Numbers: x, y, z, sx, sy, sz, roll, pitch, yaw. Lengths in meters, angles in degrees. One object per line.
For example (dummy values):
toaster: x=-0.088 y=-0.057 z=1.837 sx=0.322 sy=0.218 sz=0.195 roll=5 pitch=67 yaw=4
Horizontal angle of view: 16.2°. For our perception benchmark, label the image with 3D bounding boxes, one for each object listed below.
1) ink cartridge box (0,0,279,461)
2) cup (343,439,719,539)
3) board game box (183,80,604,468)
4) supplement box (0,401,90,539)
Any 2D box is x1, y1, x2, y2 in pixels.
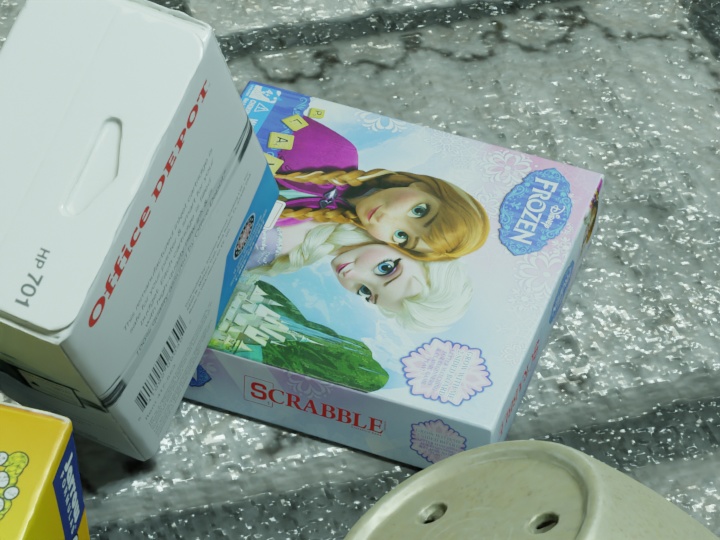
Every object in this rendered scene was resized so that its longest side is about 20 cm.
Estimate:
ink cartridge box: x=-0.112 y=-0.019 z=1.096 sx=0.085 sy=0.200 sz=0.147 roll=22 pitch=76 yaw=14
cup: x=0.062 y=0.144 z=0.865 sx=0.199 sy=0.144 sz=0.201 roll=-21 pitch=27 yaw=11
board game box: x=0.000 y=0.000 z=1.252 sx=0.198 sy=0.041 sz=0.200 roll=15 pitch=44 yaw=12
supplement box: x=-0.182 y=0.153 z=0.938 sx=0.109 sy=0.109 sz=0.201 roll=11 pitch=54 yaw=8
